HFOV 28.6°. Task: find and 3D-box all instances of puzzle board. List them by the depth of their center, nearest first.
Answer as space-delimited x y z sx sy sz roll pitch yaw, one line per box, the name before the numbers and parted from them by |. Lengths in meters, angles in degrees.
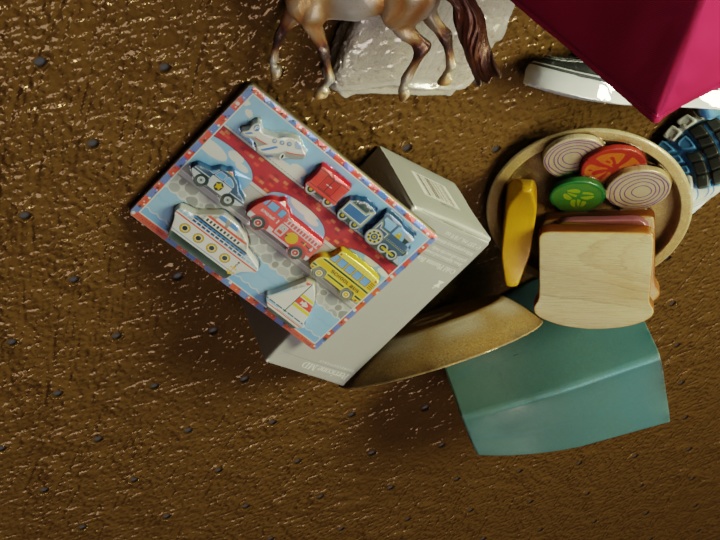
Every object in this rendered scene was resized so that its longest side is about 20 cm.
puzzle board | -0.060 -0.036 1.126 0.200 0.017 0.151 38 113 -22

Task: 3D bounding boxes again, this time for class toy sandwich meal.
toy sandwich meal | 0.204 -0.035 1.267 0.204 0.070 0.206 3 133 3

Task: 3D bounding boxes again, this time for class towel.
towel | 0.057 -0.209 1.048 0.132 0.035 0.201 -5 139 -29

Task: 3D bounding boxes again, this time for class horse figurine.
horse figurine | 0.002 -0.180 0.995 0.199 0.050 0.133 4 134 8

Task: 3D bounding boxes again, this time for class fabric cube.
fabric cube | 0.212 -0.255 0.912 0.199 0.196 0.200 -27 149 -30

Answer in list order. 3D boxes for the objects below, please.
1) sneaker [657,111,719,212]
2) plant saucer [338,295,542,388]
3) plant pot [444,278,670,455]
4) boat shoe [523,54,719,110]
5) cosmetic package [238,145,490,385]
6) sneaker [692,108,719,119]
sneaker | 0.305 -0.088 1.329 0.200 0.075 0.086 -33 155 31
plant saucer | 0.069 0.061 1.317 0.199 0.036 0.200 -18 -176 1
plant pot | 0.190 0.099 1.431 0.199 0.142 0.142 -21 144 4
boat shoe | 0.232 -0.173 1.179 0.199 0.072 0.068 2 102 -14
cosmetic package | 0.000 0.000 1.225 0.107 0.090 0.200 19 121 -42
sneaker | 0.380 -0.188 1.228 0.199 0.090 0.078 -30 144 10
